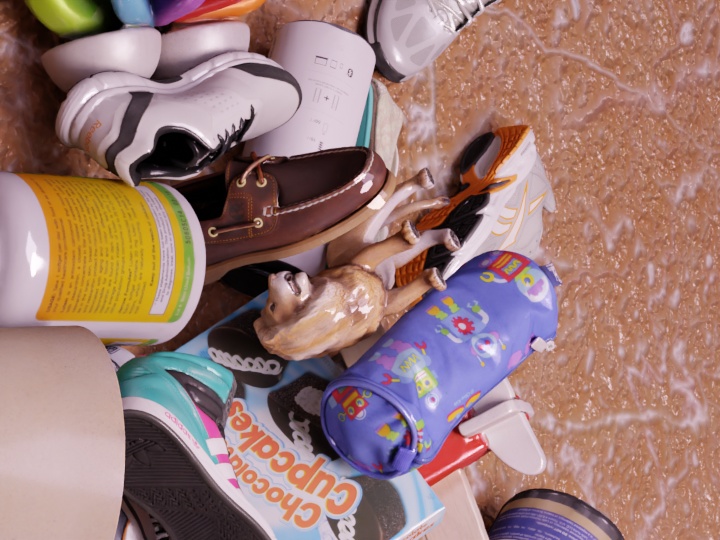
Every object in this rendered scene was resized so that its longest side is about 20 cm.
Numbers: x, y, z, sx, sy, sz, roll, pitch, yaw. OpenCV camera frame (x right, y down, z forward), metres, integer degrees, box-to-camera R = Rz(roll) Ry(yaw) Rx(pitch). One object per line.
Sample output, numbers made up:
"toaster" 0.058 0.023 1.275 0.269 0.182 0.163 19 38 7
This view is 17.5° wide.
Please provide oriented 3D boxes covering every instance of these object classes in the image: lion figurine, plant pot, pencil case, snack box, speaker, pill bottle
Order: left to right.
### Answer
"plant pot" -0.270 0.115 1.395 0.200 0.187 0.188 8 74 -29
"pill bottle" -0.208 -0.007 1.511 0.200 0.111 0.111 2 78 -44
"snack box" -0.048 0.121 1.592 0.116 0.037 0.200 -33 71 -16
"speaker" -0.047 -0.079 1.706 0.081 0.081 0.200 31 60 -35
"lion figurine" 0.000 0.000 1.621 0.073 0.122 0.200 59 18 -6
"pencil case" 0.059 0.062 1.586 0.087 0.078 0.200 36 48 16
"pill bottle" 0.117 0.270 1.760 0.112 0.112 0.200 52 50 -22

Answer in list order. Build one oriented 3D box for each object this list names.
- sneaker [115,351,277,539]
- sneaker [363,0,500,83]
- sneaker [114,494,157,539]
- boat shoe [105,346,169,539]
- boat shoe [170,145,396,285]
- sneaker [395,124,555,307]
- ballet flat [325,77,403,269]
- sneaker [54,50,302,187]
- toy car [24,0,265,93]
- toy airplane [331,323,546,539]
"sneaker" -0.104 0.128 1.506 0.121 0.083 0.200 -87 152 -55
"sneaker" 0.086 -0.231 1.847 0.076 0.115 0.201 53 50 -21
"sneaker" -0.174 0.195 1.509 0.079 0.078 0.200 -39 115 -38
"boat shoe" -0.143 0.149 1.562 0.068 0.074 0.200 -35 104 -46
"boat shoe" -0.074 -0.044 1.589 0.070 0.200 0.070 56 27 -26
"sneaker" 0.103 -0.025 1.847 0.092 0.076 0.200 56 49 -25
"ballet flat" 0.002 -0.054 1.757 0.062 0.067 0.200 41 51 -43
"sneaker" -0.111 -0.095 1.590 0.200 0.074 0.080 -16 48 -43
"toy car" -0.137 -0.215 1.603 0.200 0.150 0.175 -10 88 -45
"toy airplane" 0.036 0.139 1.686 0.199 0.141 0.200 19 74 2
